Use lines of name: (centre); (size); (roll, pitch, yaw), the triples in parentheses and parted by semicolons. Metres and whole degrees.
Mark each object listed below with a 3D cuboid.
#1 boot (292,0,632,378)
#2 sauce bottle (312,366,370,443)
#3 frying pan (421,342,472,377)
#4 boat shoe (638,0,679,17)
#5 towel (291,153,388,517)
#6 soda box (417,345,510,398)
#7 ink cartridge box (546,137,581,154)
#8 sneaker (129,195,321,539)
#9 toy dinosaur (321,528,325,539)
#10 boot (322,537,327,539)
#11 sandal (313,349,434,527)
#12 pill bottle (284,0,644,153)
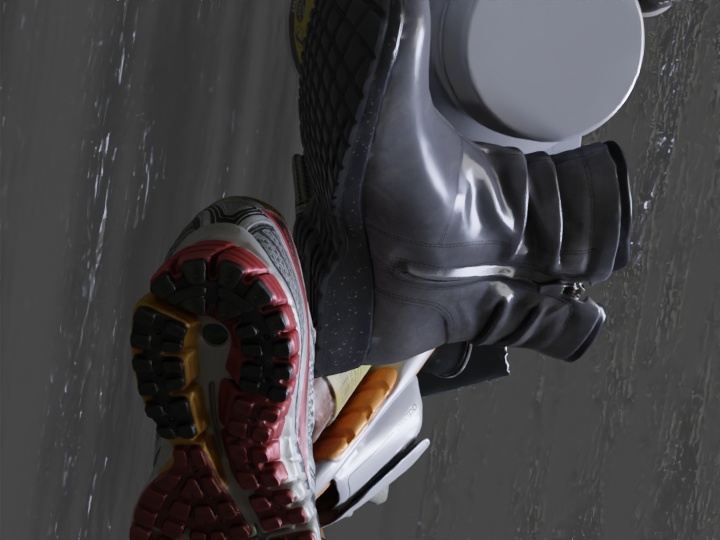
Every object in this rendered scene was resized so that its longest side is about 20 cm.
boot: (0.044, -0.042, 0.798); (0.200, 0.132, 0.070); (98, -18, -46)
sauce bottle: (0.000, 0.000, 0.978); (0.200, 0.066, 0.066); (-51, 156, -39)
frying pan: (0.043, 0.009, 1.085); (0.190, 0.031, 0.115); (14, -62, 65)
boat shoe: (0.075, -0.191, 0.972); (0.067, 0.200, 0.057); (-59, 177, -12)
towel: (-0.015, 0.041, 1.155); (0.200, 0.035, 0.193); (57, 26, -80)
soda box: (0.036, -0.030, 1.197); (0.063, 0.071, 0.200); (-134, -147, -67)
ink cartridge box: (0.091, -0.094, 1.108); (0.200, 0.044, 0.094); (85, -1, -62)
sneaker: (-0.045, 0.061, 0.808); (0.082, 0.078, 0.200); (-75, 172, -55)
toy dinosaur: (-0.049, 0.100, 1.040); (0.200, 0.060, 0.106); (99, -22, -44)
boot: (-0.073, 0.231, 0.932); (0.200, 0.064, 0.187); (-48, 155, -68)
sandal: (0.007, 0.070, 0.987); (0.207, 0.079, 0.059); (-48, 117, -28)
pill bottle: (0.046, -0.106, 0.913); (0.200, 0.111, 0.111); (-157, -106, -68)
